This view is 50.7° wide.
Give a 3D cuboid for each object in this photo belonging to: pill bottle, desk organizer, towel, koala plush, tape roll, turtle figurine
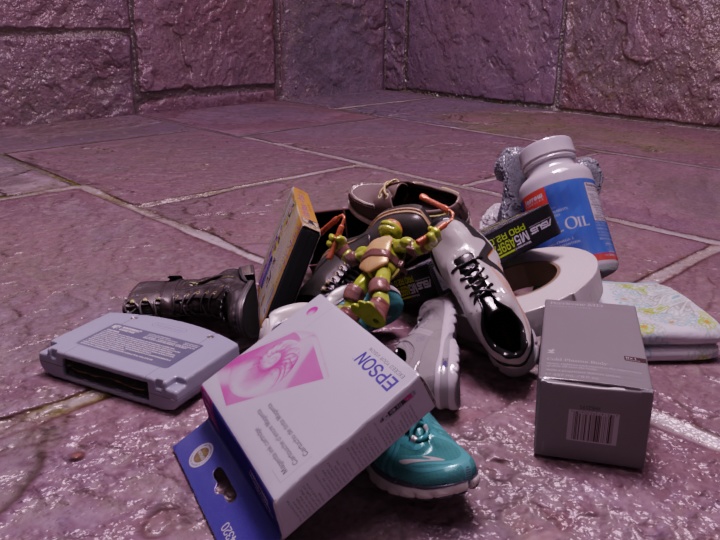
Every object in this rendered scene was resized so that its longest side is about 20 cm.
[{"bbox_3d":[0.291,-0.083,1.095,0.109,0.205,0.112,-12,-15,-3],"label":"pill bottle"},{"bbox_3d":[0.014,-0.047,1.114,0.195,0.073,0.077,-6,-27,12],"label":"desk organizer"},{"bbox_3d":[0.332,0.059,0.961,0.194,0.049,0.172,-1,19,-3],"label":"towel"},{"bbox_3d":[0.282,-0.088,1.258,0.173,0.189,0.200,9,-3,-4],"label":"koala plush"},{"bbox_3d":[0.206,0.028,0.965,0.198,0.038,0.203,-19,17,6],"label":"tape roll"},{"bbox_3d":[0.012,-0.003,0.874,0.196,0.065,0.163,-3,47,34],"label":"turtle figurine"}]

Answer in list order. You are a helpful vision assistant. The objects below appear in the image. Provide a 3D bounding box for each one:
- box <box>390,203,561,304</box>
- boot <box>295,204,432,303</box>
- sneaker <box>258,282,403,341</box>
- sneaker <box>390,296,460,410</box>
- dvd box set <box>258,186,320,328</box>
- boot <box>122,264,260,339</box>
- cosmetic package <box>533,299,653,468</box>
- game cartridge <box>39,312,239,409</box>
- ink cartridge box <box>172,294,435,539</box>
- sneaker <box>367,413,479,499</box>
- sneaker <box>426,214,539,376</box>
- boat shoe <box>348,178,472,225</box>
[{"bbox_3d":[0.143,-0.018,1.007,0.197,0.045,0.160,-26,1,-22],"label":"box"},{"bbox_3d":[0.000,0.000,0.986,0.198,0.078,0.139,-32,12,40],"label":"boot"},{"bbox_3d":[-0.024,0.075,0.897,0.197,0.079,0.080,-20,45,-33],"label":"sneaker"},{"bbox_3d":[0.067,0.082,0.841,0.080,0.077,0.200,-1,17,4],"label":"sneaker"},{"bbox_3d":[-0.099,-0.018,1.016,0.029,0.149,0.200,19,14,-15],"label":"dvd box set"},{"bbox_3d":[-0.216,0.046,0.969,0.169,0.071,0.200,-7,15,-7],"label":"boot"},{"bbox_3d":[0.231,0.105,0.768,0.104,0.092,0.201,3,23,13],"label":"cosmetic package"},{"bbox_3d":[-0.242,0.095,0.856,0.196,0.043,0.133,10,17,25],"label":"game cartridge"},{"bbox_3d":[-0.064,0.121,0.640,0.198,0.044,0.196,-37,31,-13],"label":"ink cartridge box"},{"bbox_3d":[0.030,0.132,0.670,0.076,0.082,0.199,-10,23,-27],"label":"sneaker"},{"bbox_3d":[0.137,0.020,0.845,0.073,0.202,0.080,-33,-16,5],"label":"sneaker"},{"bbox_3d":[0.060,-0.093,1.030,0.197,0.060,0.072,20,56,35],"label":"boat shoe"}]
